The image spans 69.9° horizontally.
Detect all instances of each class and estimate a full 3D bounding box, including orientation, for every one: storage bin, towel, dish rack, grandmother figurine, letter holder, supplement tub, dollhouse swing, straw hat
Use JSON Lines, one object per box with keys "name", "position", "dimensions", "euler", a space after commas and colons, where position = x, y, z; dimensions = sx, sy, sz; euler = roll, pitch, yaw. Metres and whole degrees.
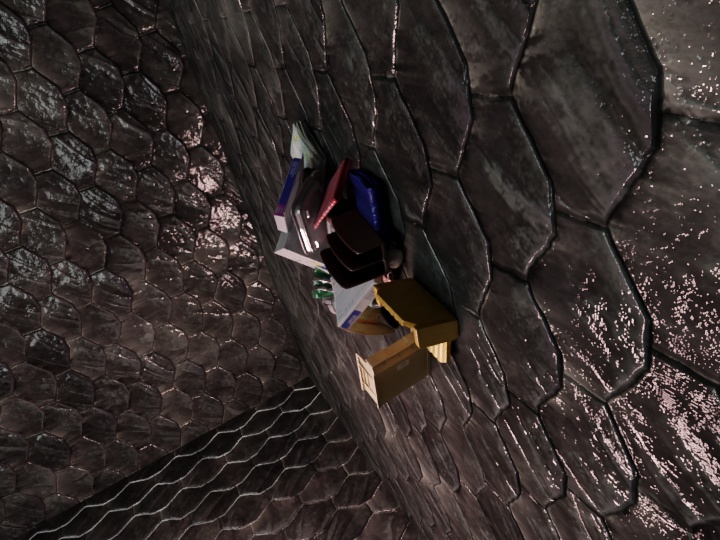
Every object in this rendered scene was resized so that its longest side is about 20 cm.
{"name": "storage bin", "position": [0.100, 0.276, 1.523], "dimensions": [0.094, 0.199, 0.200], "euler": [46, 155, 41]}
{"name": "towel", "position": [-0.170, -0.366, 1.673], "dimensions": [0.172, 0.048, 0.200], "euler": [60, 163, 15]}
{"name": "dish rack", "position": [-0.139, -0.164, 1.552], "dimensions": [0.043, 0.172, 0.201], "euler": [6, 137, 19]}
{"name": "grandmother figurine", "position": [0.084, 0.005, 1.438], "dimensions": [0.201, 0.060, 0.122], "euler": [101, 148, -59]}
{"name": "letter holder", "position": [-0.031, -0.058, 1.378], "dimensions": [0.200, 0.141, 0.101], "euler": [-127, 20, -50]}
{"name": "supplement tub", "position": [-0.047, -0.112, 1.567], "dimensions": [0.107, 0.106, 0.201], "euler": [51, 158, 36]}
{"name": "dollhouse swing", "position": [0.133, 0.149, 1.330], "dimensions": [0.200, 0.180, 0.177], "euler": [46, 135, 44]}
{"name": "straw hat", "position": [0.021, 0.145, 1.679], "dimensions": [0.201, 0.199, 0.086], "euler": [-156, 73, -64]}
{"name": "towel", "position": [0.032, -0.164, 1.375], "dimensions": [0.148, 0.049, 0.201], "euler": [-126, 18, -51]}
{"name": "towel", "position": [-0.080, -0.211, 1.441], "dimensions": [0.022, 0.146, 0.200], "euler": [22, 155, -14]}
{"name": "supplement tub", "position": [-0.060, 0.111, 1.895], "dimensions": [0.123, 0.122, 0.200], "euler": [66, 162, -7]}

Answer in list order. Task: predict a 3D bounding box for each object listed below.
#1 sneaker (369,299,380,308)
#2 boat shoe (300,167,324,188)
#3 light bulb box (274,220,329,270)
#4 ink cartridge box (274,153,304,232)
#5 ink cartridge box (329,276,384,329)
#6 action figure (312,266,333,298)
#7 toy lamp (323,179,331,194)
{"name": "sneaker", "position": [0.035, 0.059, 1.624], "dimensions": [0.200, 0.074, 0.089], "euler": [22, 137, 65]}
{"name": "boat shoe", "position": [-0.156, -0.227, 1.633], "dimensions": [0.060, 0.075, 0.202], "euler": [27, 119, 35]}
{"name": "light bulb box", "position": [-0.174, -0.088, 1.783], "dimensions": [0.199, 0.126, 0.198], "euler": [21, 172, -17]}
{"name": "ink cartridge box", "position": [-0.219, -0.239, 1.594], "dimensions": [0.200, 0.043, 0.198], "euler": [105, -179, -76]}
{"name": "ink cartridge box", "position": [-0.013, 0.033, 1.491], "dimensions": [0.200, 0.040, 0.201], "euler": [-51, 34, 32]}
{"name": "action figure", "position": [-0.064, 0.056, 1.755], "dimensions": [0.055, 0.198, 0.119], "euler": [-82, -3, -62]}
{"name": "toy lamp", "position": [-0.074, -0.190, 1.624], "dimensions": [0.058, 0.058, 0.201], "euler": [37, 148, 56]}
